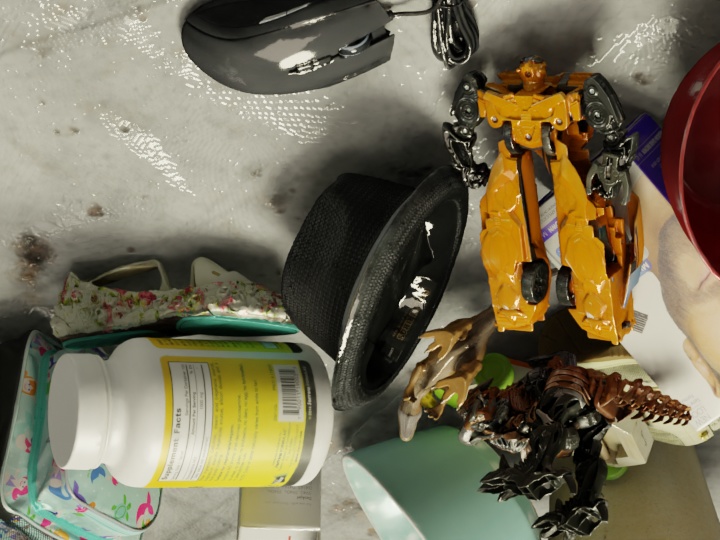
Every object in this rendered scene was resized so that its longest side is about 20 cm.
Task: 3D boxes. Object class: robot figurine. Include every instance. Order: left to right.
[{"bbox_3d":[0.130,-0.052,1.183,0.144,0.058,0.201,6,115,32],"label":"robot figurine"}]

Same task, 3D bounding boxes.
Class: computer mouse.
[{"bbox_3d":[-0.024,-0.167,1.115,0.198,0.046,0.141,-3,142,4],"label":"computer mouse"}]

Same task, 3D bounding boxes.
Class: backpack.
[{"bbox_3d":[-0.242,0.158,1.415,0.150,0.179,0.200,-9,145,19],"label":"backpack"}]

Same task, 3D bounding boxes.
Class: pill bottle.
[{"bbox_3d":[-0.130,0.108,1.317,0.199,0.113,0.113,3,143,-25],"label":"pill bottle"}]

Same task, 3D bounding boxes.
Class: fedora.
[{"bbox_3d":[0.000,0.000,1.261,0.091,0.201,0.201,27,144,17],"label":"fedora"}]

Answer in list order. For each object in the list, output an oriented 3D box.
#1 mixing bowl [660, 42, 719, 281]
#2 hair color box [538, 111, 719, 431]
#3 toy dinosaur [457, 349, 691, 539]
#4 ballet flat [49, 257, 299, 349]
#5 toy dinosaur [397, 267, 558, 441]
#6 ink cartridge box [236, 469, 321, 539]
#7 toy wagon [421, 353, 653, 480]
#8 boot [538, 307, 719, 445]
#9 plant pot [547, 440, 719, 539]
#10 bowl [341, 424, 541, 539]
[{"bbox_3d":[0.274,-0.082,1.139,0.199,0.108,0.202,-5,105,-17],"label":"mixing bowl"},{"bbox_3d":[0.221,0.002,1.229,0.200,0.065,0.109,48,130,0],"label":"hair color box"},{"bbox_3d":[0.146,0.114,1.271,0.102,0.136,0.200,27,151,-17],"label":"toy dinosaur"},{"bbox_3d":[-0.143,0.022,1.333,0.198,0.064,0.076,-4,167,4],"label":"ballet flat"},{"bbox_3d":[0.083,0.052,1.328,0.060,0.106,0.200,46,108,0],"label":"toy dinosaur"},{"bbox_3d":[-0.068,0.191,1.433,0.066,0.201,0.116,4,141,-4],"label":"ink cartridge box"},{"bbox_3d":[0.139,0.113,1.427,0.199,0.040,0.155,14,159,27],"label":"toy wagon"},{"bbox_3d":[0.261,0.082,1.379,0.199,0.072,0.155,-6,146,40],"label":"boot"},{"bbox_3d":[0.239,0.239,1.503,0.199,0.184,0.201,-1,142,-1],"label":"plant pot"},{"bbox_3d":[0.082,0.213,1.493,0.105,0.201,0.201,-35,141,-13],"label":"bowl"}]
